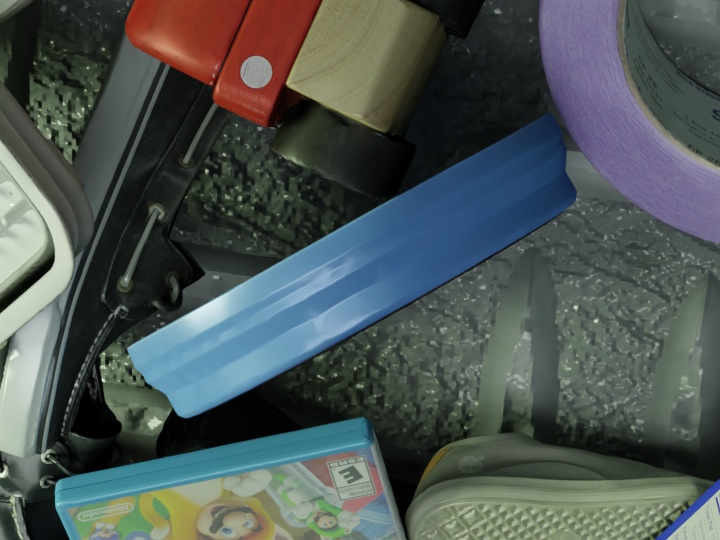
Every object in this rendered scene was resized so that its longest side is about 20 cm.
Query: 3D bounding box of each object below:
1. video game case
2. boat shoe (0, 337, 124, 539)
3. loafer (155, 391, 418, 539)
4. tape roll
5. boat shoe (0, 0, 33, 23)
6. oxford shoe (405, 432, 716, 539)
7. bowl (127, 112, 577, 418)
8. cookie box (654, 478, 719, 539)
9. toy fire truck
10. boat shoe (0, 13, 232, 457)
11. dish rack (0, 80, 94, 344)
[{"bbox_3d":[-0.044,0.153,1.094,0.142,0.018,0.201,-12,132,5],"label":"video game case"},{"bbox_3d":[-0.140,0.069,1.084,0.066,0.074,0.201,-11,86,34],"label":"boat shoe"},{"bbox_3d":[-0.009,0.126,1.129,0.200,0.071,0.068,31,121,-8],"label":"loafer"},{"bbox_3d":[0.173,-0.109,0.959,0.199,0.066,0.201,4,120,8],"label":"tape roll"},{"bbox_3d":[-0.182,-0.120,1.002,0.199,0.075,0.062,-21,101,47],"label":"boat shoe"},{"bbox_3d":[0.116,0.112,1.108,0.198,0.058,0.076,7,125,-11],"label":"oxford shoe"},{"bbox_3d":[0.000,0.000,0.977,0.200,0.201,0.040,-29,92,24],"label":"bowl"},{"bbox_3d":[0.189,0.188,1.099,0.170,0.075,0.200,24,124,-27],"label":"cookie box"},{"bbox_3d":[-0.053,-0.128,0.937,0.199,0.176,0.129,25,94,2],"label":"toy fire truck"},{"bbox_3d":[-0.099,-0.010,1.023,0.070,0.072,0.201,20,90,-6],"label":"boat shoe"},{"bbox_3d":[-0.194,-0.059,0.967,0.200,0.044,0.171,52,139,-3],"label":"dish rack"}]
